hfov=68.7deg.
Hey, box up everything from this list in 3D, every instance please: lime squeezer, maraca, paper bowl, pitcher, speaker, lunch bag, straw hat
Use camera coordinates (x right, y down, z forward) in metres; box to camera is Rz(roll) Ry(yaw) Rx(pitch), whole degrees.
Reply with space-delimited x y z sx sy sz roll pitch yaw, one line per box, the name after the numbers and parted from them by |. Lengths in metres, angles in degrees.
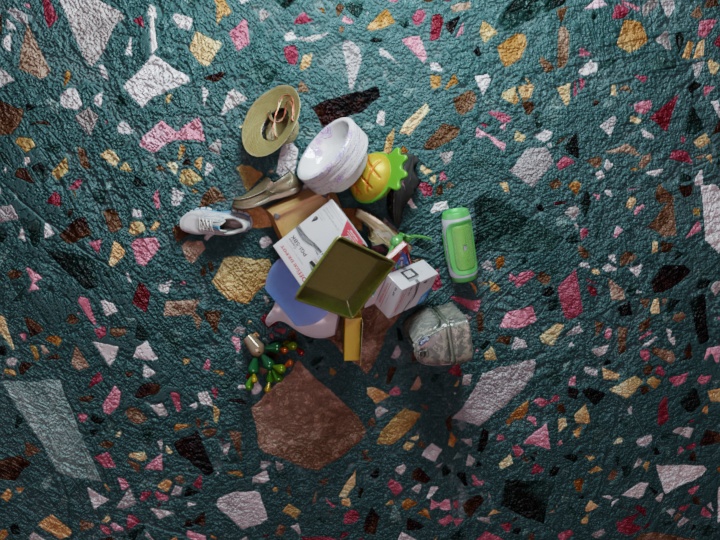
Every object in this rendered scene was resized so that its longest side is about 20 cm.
0.123 -0.073 1.453 0.199 0.038 0.071 -31 106 -27 | lime squeezer
0.046 -0.251 1.398 0.106 0.198 0.140 10 75 -46 | maraca
-0.062 -0.284 1.362 0.201 0.201 0.104 -47 125 8 | paper bowl
-0.154 0.097 1.505 0.197 0.121 0.174 13 90 3 | pitcher
0.284 -0.073 1.509 0.087 0.089 0.203 -12 106 -2 | speaker
0.217 0.187 1.513 0.165 0.200 0.141 -13 106 -3 | lunch bag
-0.209 -0.372 1.377 0.202 0.201 0.085 -54 146 10 | straw hat

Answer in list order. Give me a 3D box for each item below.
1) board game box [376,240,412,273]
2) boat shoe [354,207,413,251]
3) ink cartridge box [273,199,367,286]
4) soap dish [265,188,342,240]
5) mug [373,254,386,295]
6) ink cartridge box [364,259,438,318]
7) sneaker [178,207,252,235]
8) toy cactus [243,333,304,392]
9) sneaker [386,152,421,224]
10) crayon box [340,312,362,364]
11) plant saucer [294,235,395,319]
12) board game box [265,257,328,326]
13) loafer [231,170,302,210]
0.099 0.003 1.462 0.103 0.200 0.019 -41 63 -8 | board game box
0.057 -0.097 1.486 0.199 0.074 0.070 36 93 -14 | boat shoe
-0.104 -0.063 1.369 0.199 0.083 0.148 -38 84 4 | ink cartridge box
-0.142 -0.135 1.453 0.198 0.081 0.159 -23 106 0 | soap dish
-0.007 0.009 1.482 0.184 0.114 0.154 13 105 -51 | mug
0.114 0.056 1.461 0.198 0.067 0.117 -21 145 -41 | ink cartridge box
-0.396 -0.129 1.429 0.197 0.087 0.076 -3 107 -3 | sneaker
-0.276 0.256 1.554 0.200 0.102 0.166 -41 86 9 | toy cactus
0.122 -0.226 1.461 0.089 0.076 0.203 1 108 -14 | sneaker
-0.026 0.166 1.482 0.050 0.200 0.129 0 106 -6 | crayon box
-0.042 0.011 1.319 0.198 0.048 0.201 23 113 -38 | plant saucer
-0.159 0.047 1.445 0.158 0.039 0.200 -41 88 5 | board game box
-0.257 -0.217 1.427 0.197 0.076 0.068 -20 106 -10 | loafer
